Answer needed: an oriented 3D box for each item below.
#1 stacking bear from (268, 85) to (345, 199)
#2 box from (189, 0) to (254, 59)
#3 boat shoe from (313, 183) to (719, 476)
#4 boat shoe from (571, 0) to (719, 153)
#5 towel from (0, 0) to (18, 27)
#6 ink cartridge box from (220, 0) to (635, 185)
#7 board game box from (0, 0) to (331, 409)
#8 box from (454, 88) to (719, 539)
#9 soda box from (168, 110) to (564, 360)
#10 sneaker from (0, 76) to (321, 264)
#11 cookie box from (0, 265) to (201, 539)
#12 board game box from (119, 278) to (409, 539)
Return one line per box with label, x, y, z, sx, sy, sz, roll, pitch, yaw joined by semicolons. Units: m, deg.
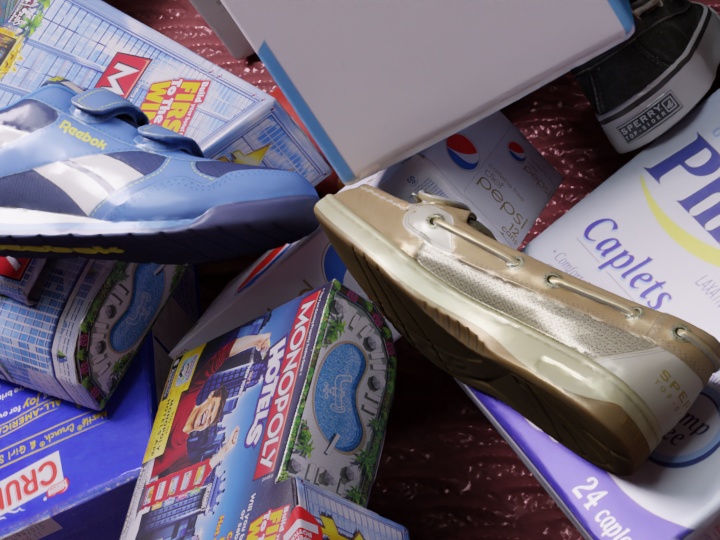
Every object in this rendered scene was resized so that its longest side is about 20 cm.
stacking bear;0.005;-0.109;1.350;0.114;0.121;0.200;28;83;33
box;-0.031;-0.260;1.477;0.199;0.131;0.200;-28;44;12
boat shoe;0.060;0.011;1.089;0.063;0.073;0.201;-45;45;-13
boat shoe;0.128;-0.109;1.229;0.071;0.064;0.200;-36;7;12
towel;-0.206;-0.200;1.531;0.147;0.022;0.200;21;107;51
ink cartridge box;0.018;-0.167;1.172;0.146;0.147;0.200;-28;24;14
board game box;-0.125;-0.040;1.287;0.200;0.062;0.200;13;65;40
box;0.162;0.038;1.122;0.200;0.105;0.184;-39;44;0
soda box;0.000;0.000;1.224;0.200;0.064;0.068;-37;10;41
sneaker;-0.113;-0.047;1.190;0.200;0.074;0.082;4;79;13
cookie box;-0.164;0.071;1.336;0.171;0.075;0.200;-24;45;17
board game box;-0.037;0.114;1.132;0.200;0.062;0.200;-24;45;55
